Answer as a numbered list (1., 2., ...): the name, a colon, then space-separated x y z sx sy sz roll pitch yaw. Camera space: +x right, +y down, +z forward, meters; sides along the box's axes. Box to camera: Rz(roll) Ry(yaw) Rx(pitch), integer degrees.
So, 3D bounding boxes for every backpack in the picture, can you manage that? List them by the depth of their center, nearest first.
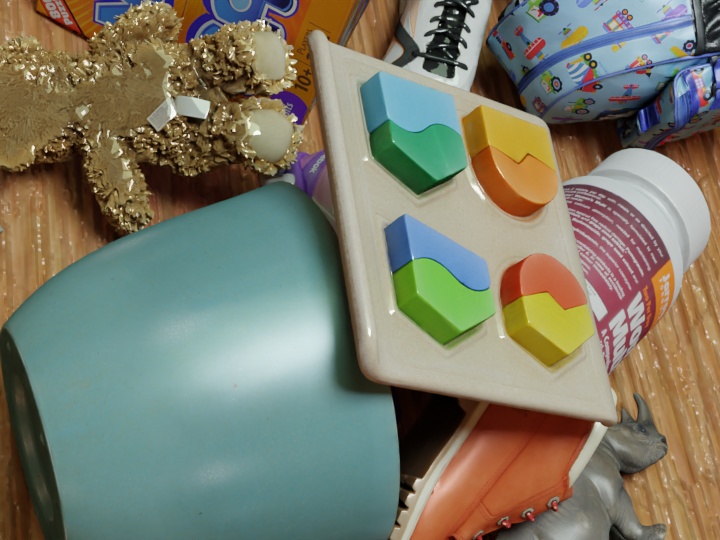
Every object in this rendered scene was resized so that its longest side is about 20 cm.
1. backpack: 0.195 -0.156 1.038 0.197 0.183 0.136 -15 86 -10

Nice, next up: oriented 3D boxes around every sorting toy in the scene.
1. sorting toy: 0.059 -0.021 0.758 0.199 0.036 0.187 17 54 -43

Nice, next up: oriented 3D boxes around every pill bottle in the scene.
1. pill bottle: 0.136 0.009 0.939 0.109 0.110 0.200 43 53 10

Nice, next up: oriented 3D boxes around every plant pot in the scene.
1. plant pot: -0.093 0.070 0.762 0.159 0.201 0.202 -14 63 -20

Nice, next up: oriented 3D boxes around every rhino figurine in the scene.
1. rhino figurine: 0.136 0.141 0.882 0.087 0.060 0.201 34 50 0

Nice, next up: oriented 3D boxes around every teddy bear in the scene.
1. teddy bear: -0.132 -0.098 0.911 0.198 0.067 0.147 -21 83 -6

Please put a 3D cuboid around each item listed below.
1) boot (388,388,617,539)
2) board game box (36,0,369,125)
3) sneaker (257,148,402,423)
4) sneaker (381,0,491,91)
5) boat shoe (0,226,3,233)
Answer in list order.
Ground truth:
1. boot: 0.063 0.125 0.817 0.107 0.075 0.201 32 91 -19
2. board game box: -0.070 -0.254 0.979 0.198 0.201 0.201 27 51 -2
3. sneaker: 0.000 0.000 0.893 0.088 0.080 0.202 -22 60 15
4. sneaker: 0.054 -0.166 1.046 0.073 0.080 0.202 16 54 -11
5. boat shoe: -0.301 -0.059 0.855 0.198 0.072 0.068 30 88 -9
